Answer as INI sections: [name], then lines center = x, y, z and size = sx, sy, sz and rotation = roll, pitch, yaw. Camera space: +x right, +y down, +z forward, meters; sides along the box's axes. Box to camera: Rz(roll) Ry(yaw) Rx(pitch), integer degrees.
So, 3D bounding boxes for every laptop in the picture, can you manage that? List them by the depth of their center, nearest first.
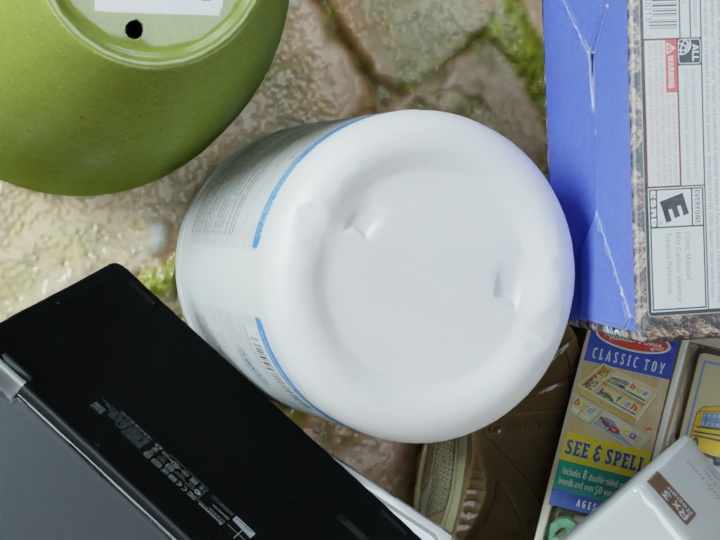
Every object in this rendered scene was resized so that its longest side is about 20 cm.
[laptop]
center = -0.102, 0.120, 0.897
size = 0.187, 0.200, 0.116
rotation = 42, 115, 6

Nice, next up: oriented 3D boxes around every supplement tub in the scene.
[supplement tub]
center = 0.000, 0.000, 0.962
size = 0.131, 0.200, 0.133
rotation = -1, 93, -15

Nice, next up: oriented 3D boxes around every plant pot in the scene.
[plant pot]
center = -0.102, -0.126, 0.929
size = 0.186, 0.200, 0.189
rotation = 0, 92, -16

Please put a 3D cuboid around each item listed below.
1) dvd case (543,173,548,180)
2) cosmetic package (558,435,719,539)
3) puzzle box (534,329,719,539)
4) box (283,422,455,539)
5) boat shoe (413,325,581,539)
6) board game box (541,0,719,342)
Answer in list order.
[dvd case]
center = 0.170, 0.000, 1.042
size = 0.199, 0.143, 0.018
rotation = 12, 108, -16
[cosmetic package]
center = 0.092, 0.172, 0.949
size = 0.200, 0.074, 0.102
rotation = -43, 84, 28
[puzzle box]
center = 0.178, 0.102, 0.970
size = 0.199, 0.025, 0.134
rotation = 12, 84, 23
[box]
center = -0.071, 0.112, 0.988
size = 0.199, 0.060, 0.117
rotation = 32, 83, 5
[boat shoe]
center = 0.059, 0.104, 1.055
size = 0.071, 0.065, 0.202
rotation = 3, 107, -22
[board game box]
center = 0.183, -0.060, 0.914
size = 0.198, 0.097, 0.161
rotation = -3, 94, -16
